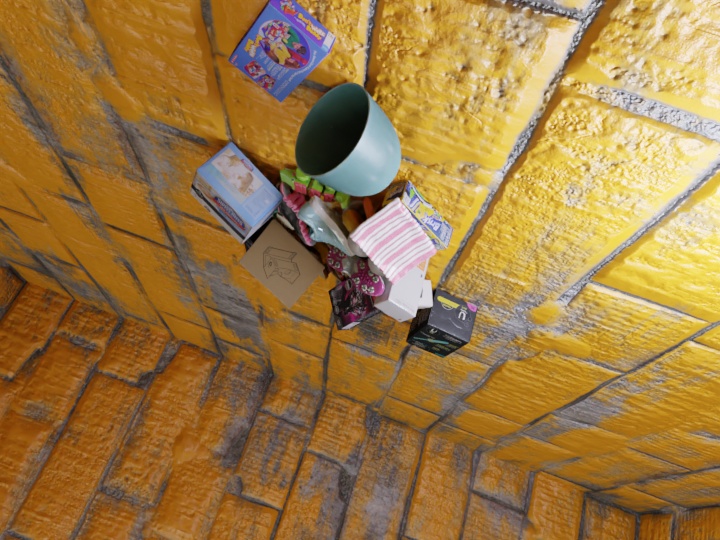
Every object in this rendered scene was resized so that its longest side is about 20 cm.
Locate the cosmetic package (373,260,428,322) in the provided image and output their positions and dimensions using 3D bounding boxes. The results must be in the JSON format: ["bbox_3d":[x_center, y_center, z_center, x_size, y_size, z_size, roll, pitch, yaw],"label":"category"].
[{"bbox_3d":[0.115,0.024,1.542,0.100,0.203,0.071,31,148,-24],"label":"cosmetic package"}]

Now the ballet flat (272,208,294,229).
[{"bbox_3d":[-0.166,-0.136,1.601,0.197,0.072,0.067,25,153,-8],"label":"ballet flat"}]

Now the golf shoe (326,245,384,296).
[{"bbox_3d":[0.000,0.000,1.526,0.199,0.076,0.091,40,-167,27],"label":"golf shoe"}]

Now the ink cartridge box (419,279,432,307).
[{"bbox_3d":[0.101,0.072,1.685,0.145,0.085,0.197,-11,168,42],"label":"ink cartridge box"}]

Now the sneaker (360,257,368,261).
[{"bbox_3d":[0.031,-0.008,1.688,0.195,0.081,0.130,9,153,23],"label":"sneaker"}]

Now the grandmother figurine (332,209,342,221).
[{"bbox_3d":[-0.010,-0.081,1.558,0.198,0.123,0.060,34,124,-24],"label":"grandmother figurine"}]

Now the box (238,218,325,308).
[{"bbox_3d":[-0.221,-0.017,1.596,0.200,0.164,0.021,42,-171,-3],"label":"box"}]

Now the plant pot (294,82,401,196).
[{"bbox_3d":[-0.010,-0.247,1.150,0.198,0.205,0.160,-4,158,41],"label":"plant pot"}]

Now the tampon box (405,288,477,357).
[{"bbox_3d":[0.257,0.173,1.804,0.147,0.128,0.200,23,153,-7],"label":"tampon box"}]

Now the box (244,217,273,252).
[{"bbox_3d":[-0.256,-0.041,1.732,0.200,0.104,0.183,43,157,14],"label":"box"}]

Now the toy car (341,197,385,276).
[{"bbox_3d":[0.050,-0.103,1.440,0.149,0.177,0.200,-35,128,16],"label":"toy car"}]

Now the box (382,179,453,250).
[{"bbox_3d":[0.143,-0.131,1.390,0.069,0.065,0.199,-8,141,44],"label":"box"}]

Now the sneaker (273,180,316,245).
[{"bbox_3d":[-0.180,-0.157,1.536,0.094,0.079,0.203,-2,123,41],"label":"sneaker"}]

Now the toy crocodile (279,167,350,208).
[{"bbox_3d":[-0.114,-0.211,1.432,0.196,0.063,0.068,20,154,4],"label":"toy crocodile"}]

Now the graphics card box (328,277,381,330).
[{"bbox_3d":[-0.005,0.079,1.613,0.050,0.128,0.199,1,157,-42],"label":"graphics card box"}]

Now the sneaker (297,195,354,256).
[{"bbox_3d":[-0.087,-0.100,1.446,0.081,0.075,0.201,-31,121,15],"label":"sneaker"}]

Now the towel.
[{"bbox_3d":[0.083,-0.065,1.350,0.145,0.030,0.200,-37,128,8],"label":"towel"}]

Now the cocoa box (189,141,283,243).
[{"bbox_3d":[-0.323,-0.200,1.469,0.200,0.134,0.131,45,150,-5],"label":"cocoa box"}]

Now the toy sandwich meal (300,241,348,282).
[{"bbox_3d":[-0.110,-0.029,1.685,0.206,0.070,0.206,50,164,19],"label":"toy sandwich meal"}]

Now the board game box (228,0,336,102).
[{"bbox_3d":[-0.154,-0.423,1.081,0.133,0.046,0.199,34,151,-24],"label":"board game box"}]
